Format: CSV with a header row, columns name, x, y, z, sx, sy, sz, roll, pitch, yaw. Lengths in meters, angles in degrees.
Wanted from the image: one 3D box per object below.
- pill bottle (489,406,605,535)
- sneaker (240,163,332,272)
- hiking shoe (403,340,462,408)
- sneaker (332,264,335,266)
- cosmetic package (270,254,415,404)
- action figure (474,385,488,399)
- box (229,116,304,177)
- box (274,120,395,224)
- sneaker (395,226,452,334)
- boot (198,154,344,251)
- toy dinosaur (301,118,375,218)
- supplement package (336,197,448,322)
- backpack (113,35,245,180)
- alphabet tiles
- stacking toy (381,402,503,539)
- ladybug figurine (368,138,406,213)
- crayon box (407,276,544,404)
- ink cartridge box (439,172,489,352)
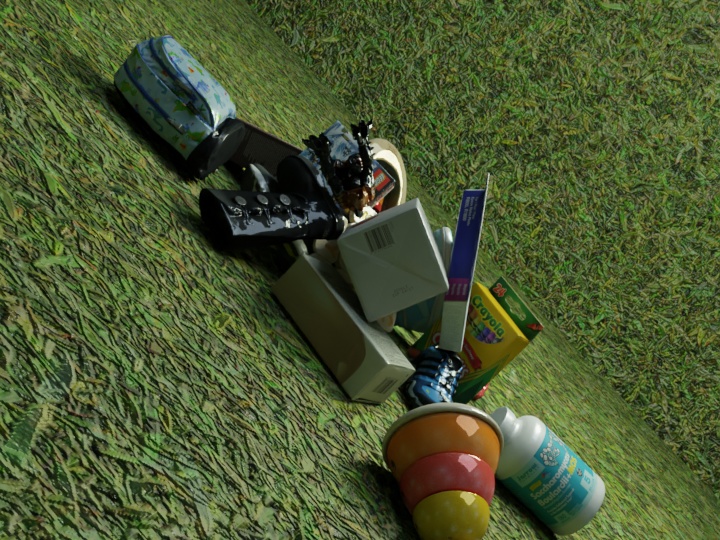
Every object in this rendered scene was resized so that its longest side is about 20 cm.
name,x,y,z,sx,sy,sz,roll,pitch,yaw
pill bottle,0.267,0.298,1.545,0.200,0.111,0.111,43,12,-8
sneaker,-0.114,-0.079,1.543,0.084,0.075,0.201,-14,64,-38
hiking shoe,0.114,0.162,1.532,0.074,0.087,0.200,41,13,-18
sneaker,-0.069,-0.046,1.642,0.200,0.070,0.075,49,14,19
cosmetic package,-0.024,0.080,1.377,0.201,0.071,0.105,51,12,25
action figure,0.208,0.187,1.862,0.066,0.052,0.200,48,14,-5
box,-0.138,-0.184,1.714,0.198,0.076,0.100,26,5,22
box,-0.062,-0.118,1.599,0.137,0.200,0.040,47,-9,8
sneaker,0.083,0.017,1.692,0.129,0.202,0.080,7,27,-3
boot,-0.141,-0.100,1.432,0.198,0.066,0.165,-9,46,-37
toy dinosaur,-0.009,-0.136,1.461,0.199,0.101,0.137,23,-48,60
supplement package,0.048,-0.020,1.429,0.200,0.120,0.121,-66,134,-82
backpack,-0.272,-0.251,1.522,0.199,0.155,0.163,32,19,1
alphabet tiles,0.000,0.000,1.541,0.195,0.014,0.202,37,57,-35
stacking toy,0.099,0.263,1.141,0.146,0.146,0.201,37,31,-30
ladybug figurine,0.011,-0.129,1.706,0.135,0.202,0.071,35,-28,-32
crayon box,0.185,0.113,1.658,0.051,0.200,0.127,27,21,-53
ink cartridge box,0.152,-0.012,1.516,0.201,0.043,0.198,87,13,-57
